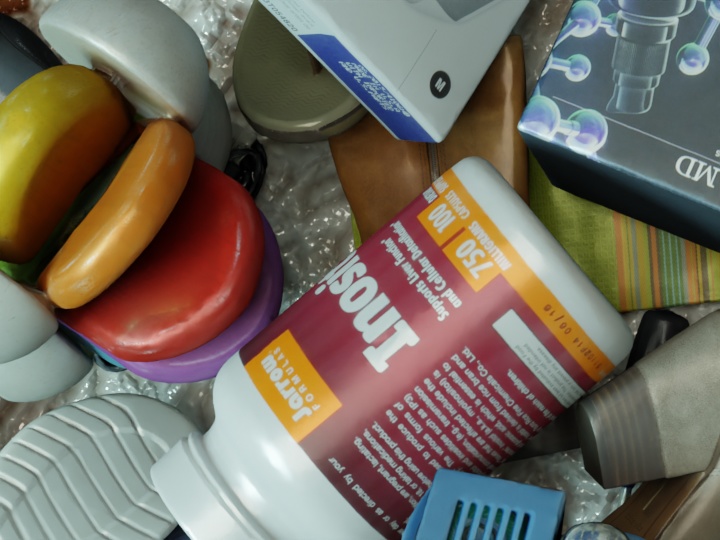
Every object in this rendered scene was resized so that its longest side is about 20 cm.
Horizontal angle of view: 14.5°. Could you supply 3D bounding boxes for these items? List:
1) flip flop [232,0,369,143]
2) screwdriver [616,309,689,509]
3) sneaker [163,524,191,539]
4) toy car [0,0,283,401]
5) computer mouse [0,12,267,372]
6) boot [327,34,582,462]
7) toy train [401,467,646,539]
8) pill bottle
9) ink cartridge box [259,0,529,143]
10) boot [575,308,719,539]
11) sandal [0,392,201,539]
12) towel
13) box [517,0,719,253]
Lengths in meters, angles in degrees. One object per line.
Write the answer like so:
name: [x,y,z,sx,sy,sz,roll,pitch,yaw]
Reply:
flip flop: [-0.013,-0.151,1.317,0.081,0.058,0.201,9,68,26]
screwdriver: [0.116,0.115,1.306,0.029,0.028,0.201,17,93,-13]
sneaker: [-0.057,0.183,1.325,0.074,0.082,0.200,-23,57,-4]
toy car: [-0.104,-0.015,1.256,0.150,0.200,0.175,32,81,10]
computer mouse: [-0.156,-0.059,1.384,0.200,0.053,0.139,38,97,16]
boot: [0.000,0.000,1.313,0.188,0.068,0.201,-12,86,17]
toy train: [0.067,0.175,1.207,0.114,0.087,0.200,12,134,9]
pill bottle: [0.011,0.053,1.225,0.200,0.113,0.113,-41,76,3]
ink cartridge box: [0.017,-0.193,1.248,0.041,0.200,0.200,7,62,50]
boot: [0.175,0.106,1.260,0.146,0.070,0.201,-15,121,-11]
sandal: [-0.154,0.128,1.307,0.082,0.050,0.203,45,56,5]
towel: [0.093,-0.019,1.327,0.199,0.018,0.086,-8,83,16]
box: [0.181,-0.111,1.249,0.148,0.107,0.201,23,84,16]
